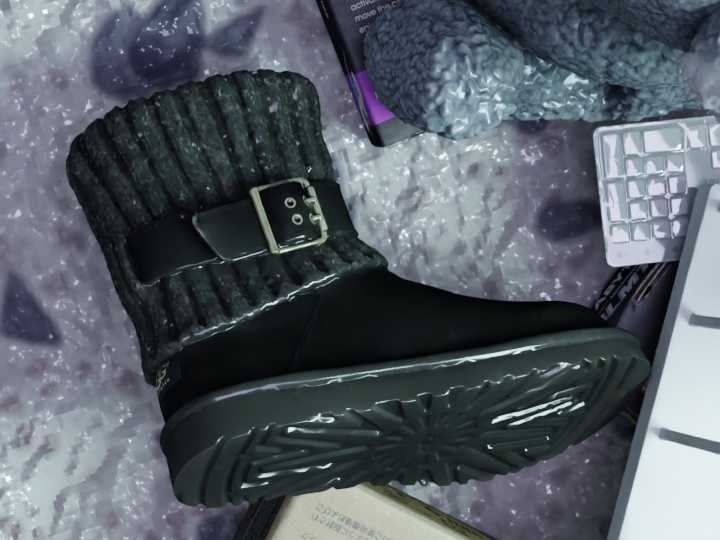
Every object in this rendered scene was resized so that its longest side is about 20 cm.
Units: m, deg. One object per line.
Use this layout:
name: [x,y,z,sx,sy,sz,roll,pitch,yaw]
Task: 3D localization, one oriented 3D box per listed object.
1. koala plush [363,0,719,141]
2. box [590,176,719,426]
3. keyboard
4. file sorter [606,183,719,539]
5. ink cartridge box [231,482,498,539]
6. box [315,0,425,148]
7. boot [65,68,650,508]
koala plush: [0.114,-0.127,0.718,0.182,0.200,0.179,6,93,-12]
box: [0.219,0.023,0.860,0.200,0.050,0.199,39,89,-9]
keyboard: [0.193,-0.040,0.823,0.198,0.011,0.057,-6,95,-8]
file sorter: [0.187,0.081,0.756,0.138,0.124,0.202,16,86,-13]
ink cartridge box: [0.023,0.186,0.824,0.199,0.075,0.166,28,89,-12]
box: [0.035,-0.169,0.819,0.142,0.036,0.201,-22,99,-9]
boot: [0.000,-0.001,0.786,0.209,0.080,0.159,-3,57,-26]
